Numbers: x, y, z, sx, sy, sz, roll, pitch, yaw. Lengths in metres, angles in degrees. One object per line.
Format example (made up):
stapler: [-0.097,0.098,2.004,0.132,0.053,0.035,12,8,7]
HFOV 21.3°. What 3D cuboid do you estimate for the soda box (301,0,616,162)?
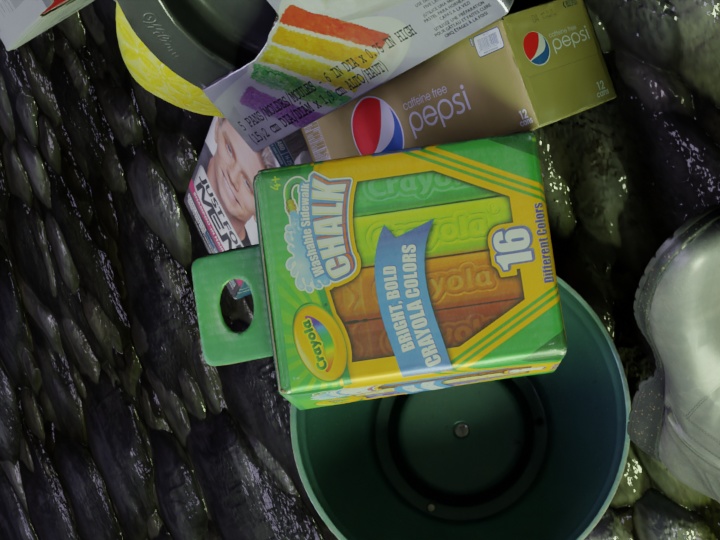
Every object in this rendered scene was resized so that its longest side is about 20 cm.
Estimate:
soda box: [0.050,-0.096,1.110,0.199,0.067,0.064,-17,94,52]

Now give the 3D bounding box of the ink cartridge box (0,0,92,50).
ink cartridge box: [-0.250,-0.271,1.332,0.201,0.084,0.175,59,160,-8]

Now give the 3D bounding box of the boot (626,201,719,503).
boot: [0.205,0.066,0.983,0.132,0.070,0.201,47,159,35]

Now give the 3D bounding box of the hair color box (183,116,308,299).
hair color box: [-0.074,-0.069,1.460,0.100,0.060,0.200,61,154,17]

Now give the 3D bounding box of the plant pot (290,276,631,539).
plant pot: [0.062,0.095,1.174,0.134,0.199,0.201,70,175,-80]

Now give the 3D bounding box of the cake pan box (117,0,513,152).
cake pan box: [-0.042,-0.177,1.040,0.199,0.052,0.184,-24,116,33]

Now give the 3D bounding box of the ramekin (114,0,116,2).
ramekin: [-0.150,-0.288,1.353,0.200,0.105,0.201,46,158,25]

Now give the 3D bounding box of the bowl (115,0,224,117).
bowl: [-0.041,-0.168,1.173,0.107,0.200,0.201,36,142,27]

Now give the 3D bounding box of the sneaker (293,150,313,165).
sneaker: [0.000,0.000,1.280,0.200,0.080,0.116,92,171,-68]

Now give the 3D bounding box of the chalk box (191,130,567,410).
chalk box: [0.005,0.007,1.060,0.124,0.198,0.126,75,-174,-82]
